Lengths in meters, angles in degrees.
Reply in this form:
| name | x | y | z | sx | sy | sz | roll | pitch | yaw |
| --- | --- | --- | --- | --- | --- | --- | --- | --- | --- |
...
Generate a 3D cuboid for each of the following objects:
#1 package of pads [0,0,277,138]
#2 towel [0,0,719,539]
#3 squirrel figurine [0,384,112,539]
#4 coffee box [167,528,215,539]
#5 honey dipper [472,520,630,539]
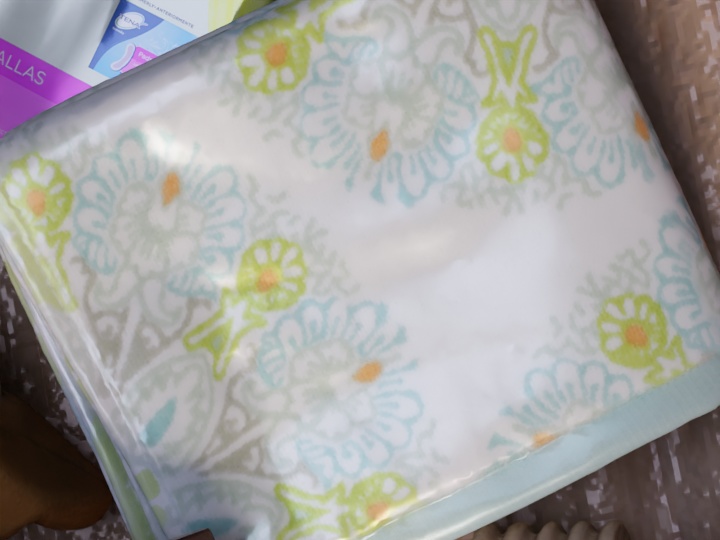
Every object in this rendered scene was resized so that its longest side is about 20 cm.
| name | x | y | z | sx | sy | sz | roll | pitch | yaw |
| --- | --- | --- | --- | --- | --- | --- | --- | --- | --- |
| package of pads | -0.086 | -0.117 | 0.851 | 0.154 | 0.068 | 0.200 | 29 | 96 | 14 |
| towel | 0.000 | 0.000 | 0.792 | 0.200 | 0.048 | 0.171 | -26 | 98 | -3 |
| squirrel figurine | -0.207 | 0.080 | 0.813 | 0.187 | 0.200 | 0.142 | -38 | 85 | 13 |
| coffee box | -0.122 | 0.159 | 0.783 | 0.200 | 0.114 | 0.080 | -36 | 77 | 46 |
| honey dipper | -0.012 | 0.102 | 0.839 | 0.200 | 0.038 | 0.038 | -4 | 87 | 19 |
